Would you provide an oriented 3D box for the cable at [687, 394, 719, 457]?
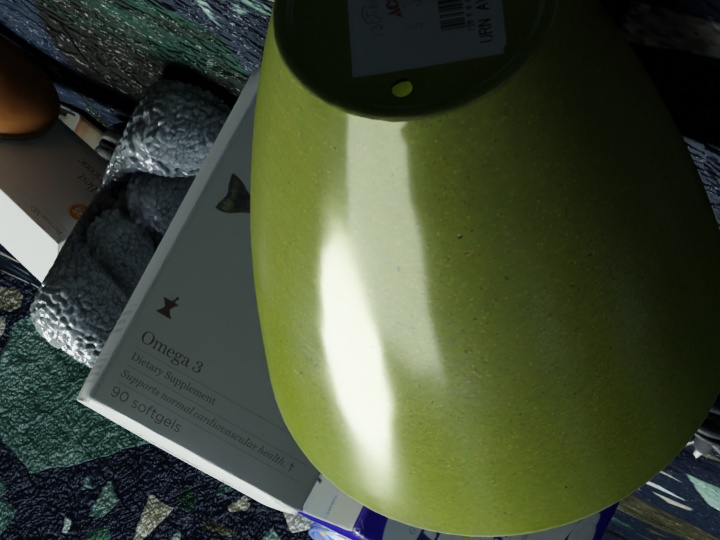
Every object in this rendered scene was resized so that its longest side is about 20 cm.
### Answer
[{"bbox_3d":[0.173,0.080,1.297,0.163,0.051,0.200,20,168,44],"label":"cable"}]

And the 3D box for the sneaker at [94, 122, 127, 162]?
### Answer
[{"bbox_3d":[-0.095,-0.037,1.427,0.200,0.076,0.115,35,-177,41],"label":"sneaker"}]

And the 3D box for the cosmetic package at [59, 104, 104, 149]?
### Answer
[{"bbox_3d":[-0.216,-0.057,1.600,0.103,0.088,0.200,22,169,33],"label":"cosmetic package"}]

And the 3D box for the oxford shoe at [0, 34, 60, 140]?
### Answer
[{"bbox_3d":[-0.273,-0.146,1.325,0.200,0.072,0.071,33,163,-29],"label":"oxford shoe"}]

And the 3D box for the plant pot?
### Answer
[{"bbox_3d":[0.036,-0.034,0.719,0.186,0.188,0.200,24,156,25],"label":"plant pot"}]

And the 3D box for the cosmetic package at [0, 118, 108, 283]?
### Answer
[{"bbox_3d":[-0.240,-0.075,1.400,0.200,0.082,0.051,40,141,25],"label":"cosmetic package"}]

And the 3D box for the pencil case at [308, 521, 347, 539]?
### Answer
[{"bbox_3d":[0.024,0.134,1.619,0.078,0.201,0.087,18,169,3],"label":"pencil case"}]

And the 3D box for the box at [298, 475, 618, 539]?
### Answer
[{"bbox_3d":[0.087,0.152,1.540,0.199,0.185,0.105,31,172,-25],"label":"box"}]

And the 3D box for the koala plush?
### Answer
[{"bbox_3d":[-0.077,-0.002,1.266,0.199,0.178,0.184,28,-177,-6],"label":"koala plush"}]

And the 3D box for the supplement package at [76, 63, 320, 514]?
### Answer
[{"bbox_3d":[-0.042,0.004,1.009,0.116,0.201,0.117,29,172,-7],"label":"supplement package"}]
